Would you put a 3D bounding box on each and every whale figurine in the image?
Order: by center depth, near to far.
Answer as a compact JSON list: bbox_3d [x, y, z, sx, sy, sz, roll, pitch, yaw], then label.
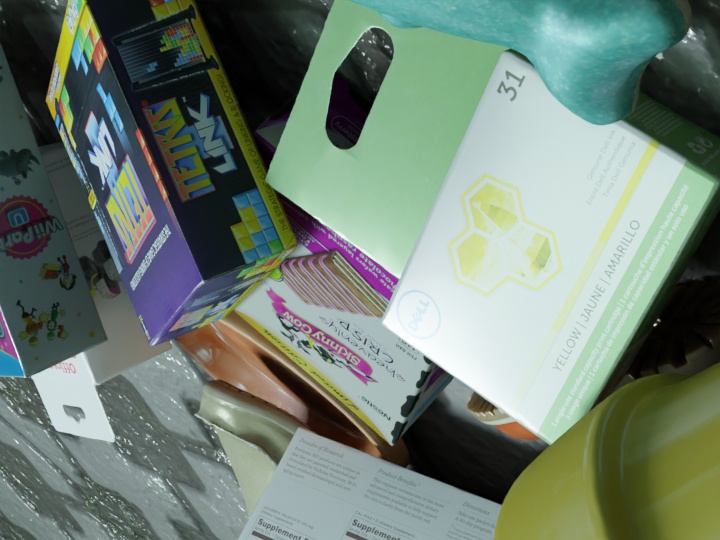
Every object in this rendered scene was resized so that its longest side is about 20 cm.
[{"bbox_3d":[0.023,-0.128,0.562,0.200,0.104,0.159,47,155,9],"label":"whale figurine"}]

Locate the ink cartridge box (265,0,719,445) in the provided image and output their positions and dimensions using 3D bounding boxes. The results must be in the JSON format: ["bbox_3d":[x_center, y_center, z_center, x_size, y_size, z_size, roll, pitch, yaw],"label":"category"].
[{"bbox_3d":[0.045,-0.038,0.670,0.200,0.048,0.146,34,122,17],"label":"ink cartridge box"}]

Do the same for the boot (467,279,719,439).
[{"bbox_3d":[0.134,0.072,0.753,0.107,0.075,0.200,47,154,-18],"label":"boot"}]

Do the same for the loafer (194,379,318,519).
[{"bbox_3d":[-0.052,0.150,1.074,0.076,0.068,0.200,18,155,49],"label":"loafer"}]

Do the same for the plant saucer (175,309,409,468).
[{"bbox_3d":[-0.049,0.070,1.030,0.200,0.032,0.200,35,163,12],"label":"plant saucer"}]

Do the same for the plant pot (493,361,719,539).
[{"bbox_3d":[0.182,0.099,0.564,0.201,0.201,0.189,44,124,1],"label":"plant pot"}]

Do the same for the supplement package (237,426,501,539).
[{"bbox_3d":[0.045,0.203,0.973,0.200,0.111,0.156,17,160,36],"label":"supplement package"}]

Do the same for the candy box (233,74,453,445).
[{"bbox_3d":[0.000,0.000,0.849,0.136,0.061,0.200,39,155,12],"label":"candy box"}]

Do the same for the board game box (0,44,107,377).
[{"bbox_3d":[-0.252,-0.034,1.011,0.147,0.064,0.200,-5,107,57],"label":"board game box"}]

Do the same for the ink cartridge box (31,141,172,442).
[{"bbox_3d":[-0.203,0.014,1.097,0.115,0.068,0.201,0,112,57],"label":"ink cartridge box"}]

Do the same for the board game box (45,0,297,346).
[{"bbox_3d":[-0.110,-0.057,0.846,0.166,0.057,0.200,67,162,6],"label":"board game box"}]
